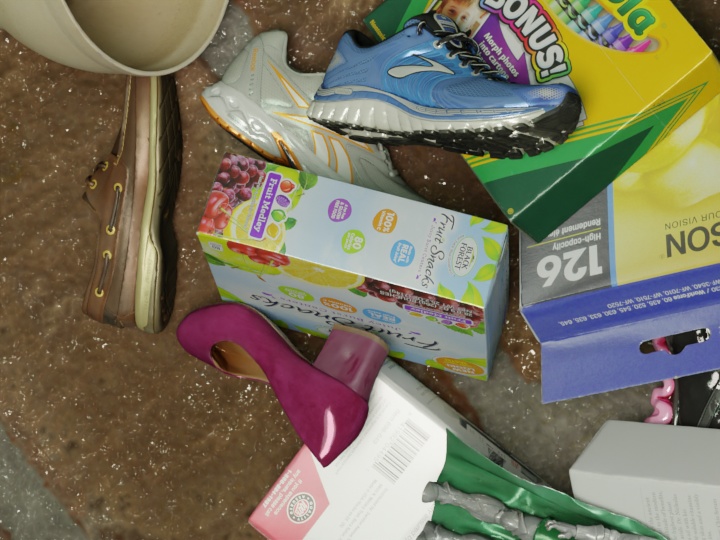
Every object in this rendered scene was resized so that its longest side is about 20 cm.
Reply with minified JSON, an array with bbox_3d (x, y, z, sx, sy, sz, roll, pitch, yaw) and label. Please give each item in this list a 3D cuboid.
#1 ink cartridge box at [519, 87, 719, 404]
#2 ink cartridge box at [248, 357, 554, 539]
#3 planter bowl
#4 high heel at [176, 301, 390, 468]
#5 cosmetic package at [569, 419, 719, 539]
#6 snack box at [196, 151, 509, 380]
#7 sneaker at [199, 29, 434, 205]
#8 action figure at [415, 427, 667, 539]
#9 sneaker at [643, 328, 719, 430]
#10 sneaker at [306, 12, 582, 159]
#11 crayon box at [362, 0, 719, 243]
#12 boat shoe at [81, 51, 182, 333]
[{"bbox_3d":[0.199,-0.027,1.565,0.196,0.047,0.201,-14,57,25],"label":"ink cartridge box"},{"bbox_3d":[0.046,0.177,1.647,0.200,0.085,0.146,39,99,7],"label":"ink cartridge box"},{"bbox_3d":[-0.199,-0.231,1.632,0.134,0.200,0.202,-2,92,37],"label":"planter bowl"},{"bbox_3d":[-0.073,0.079,1.625,0.199,0.067,0.097,3,58,47],"label":"high heel"},{"bbox_3d":[0.246,0.165,1.544,0.199,0.071,0.102,4,120,30],"label":"cosmetic package"},{"bbox_3d":[0.000,0.000,1.602,0.199,0.169,0.068,16,73,8],"label":"snack box"},{"bbox_3d":[-0.012,-0.096,1.654,0.199,0.076,0.092,35,89,3],"label":"sneaker"},{"bbox_3d":[0.134,0.189,1.548,0.199,0.055,0.119,16,115,17],"label":"action figure"},{"bbox_3d":[0.245,0.061,1.598,0.095,0.079,0.202,8,102,46],"label":"sneaker"},{"bbox_3d":[0.055,-0.126,1.543,0.199,0.078,0.090,10,85,33],"label":"sneaker"},{"bbox_3d":[0.124,-0.150,1.596,0.172,0.058,0.200,-40,60,10],"label":"crayon box"},{"bbox_3d":[-0.166,-0.057,1.679,0.067,0.072,0.202,4,96,7],"label":"boat shoe"}]
